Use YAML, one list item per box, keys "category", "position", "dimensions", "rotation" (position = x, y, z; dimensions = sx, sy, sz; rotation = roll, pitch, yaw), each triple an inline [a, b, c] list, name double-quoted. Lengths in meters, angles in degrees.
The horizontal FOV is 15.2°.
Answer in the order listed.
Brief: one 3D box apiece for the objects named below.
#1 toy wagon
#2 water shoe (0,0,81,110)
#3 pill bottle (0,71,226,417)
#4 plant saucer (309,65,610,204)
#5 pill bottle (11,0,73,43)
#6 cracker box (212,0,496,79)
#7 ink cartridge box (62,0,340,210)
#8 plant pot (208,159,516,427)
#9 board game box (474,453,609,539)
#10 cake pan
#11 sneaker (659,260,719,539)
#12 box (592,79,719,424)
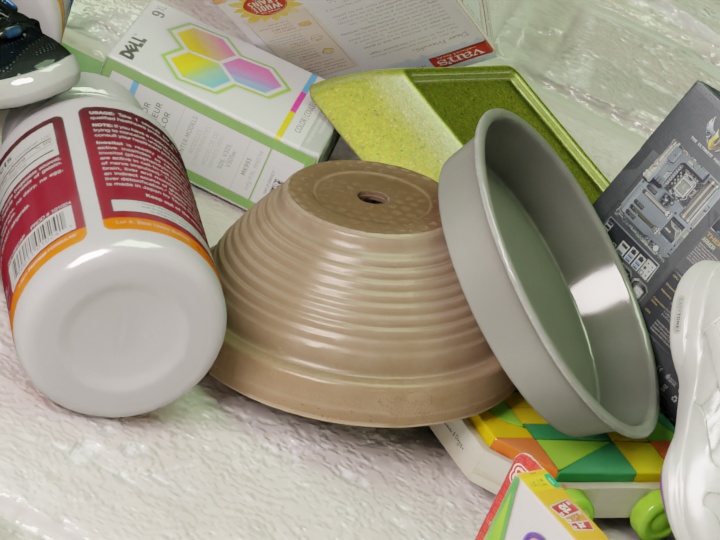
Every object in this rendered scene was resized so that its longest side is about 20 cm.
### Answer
- category: "toy wagon"
  position: [0.129, 0.092, 1.559]
  dimensions: [0.199, 0.040, 0.155]
  rotation: [3, 35, -35]
- category: "water shoe"
  position: [-0.237, -0.146, 1.501]
  dimensions: [0.199, 0.079, 0.071]
  rotation: [21, 34, 37]
- category: "pill bottle"
  position: [-0.142, -0.021, 1.460]
  dimensions: [0.112, 0.113, 0.200]
  rotation: [12, 30, -22]
- category: "plant saucer"
  position: [0.090, -0.064, 1.717]
  dimensions: [0.200, 0.048, 0.199]
  rotation: [51, 29, 19]
- category: "pill bottle"
  position: [-0.230, -0.190, 1.681]
  dimensions: [0.111, 0.113, 0.200]
  rotation: [19, 28, -10]
- category: "cracker box"
  position: [-0.008, -0.181, 1.726]
  dimensions: [0.200, 0.133, 0.058]
  rotation: [45, 34, -60]
- category: "ink cartridge box"
  position: [-0.112, -0.111, 1.693]
  dimensions: [0.199, 0.060, 0.104]
  rotation: [25, 28, 1]
- category: "plant pot"
  position: [0.000, 0.000, 1.512]
  dimensions: [0.199, 0.093, 0.201]
  rotation: [6, 26, -3]
- category: "board game box"
  position: [0.113, 0.187, 1.325]
  dimensions: [0.030, 0.096, 0.200]
  rotation: [-2, 38, -39]
- category: "cake pan"
  position: [0.104, 0.007, 1.504]
  dimensions: [0.200, 0.037, 0.201]
  rotation: [49, 25, -33]
- category: "sneaker"
  position: [0.219, 0.089, 1.492]
  dimensions: [0.099, 0.202, 0.075]
  rotation: [-8, -12, 38]
- category: "box"
  position: [0.221, 0.011, 1.584]
  dimensions: [0.200, 0.158, 0.051]
  rotation: [46, 16, 27]
